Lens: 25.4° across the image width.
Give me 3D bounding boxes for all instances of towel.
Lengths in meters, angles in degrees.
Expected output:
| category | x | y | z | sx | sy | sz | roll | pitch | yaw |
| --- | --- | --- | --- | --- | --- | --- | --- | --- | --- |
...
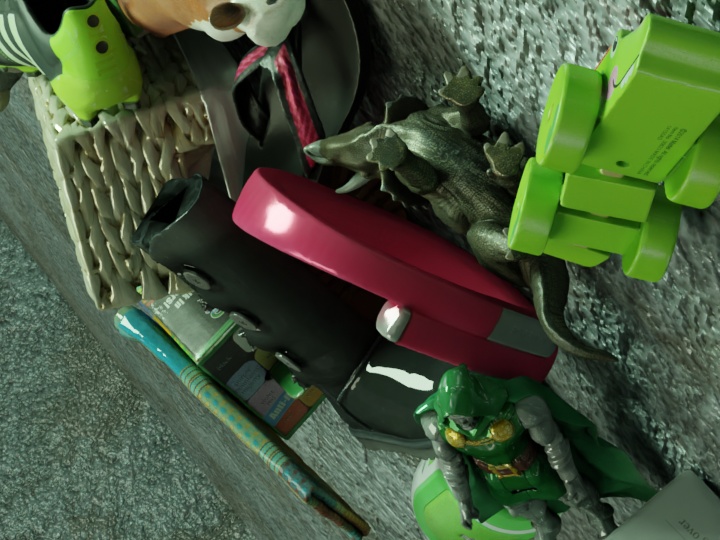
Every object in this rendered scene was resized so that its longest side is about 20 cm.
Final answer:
| category | x | y | z | sx | sy | sz | roll | pitch | yaw |
| --- | --- | --- | --- | --- | --- | --- | --- | --- | --- |
| towel | -0.082 | 0.109 | 1.121 | 0.200 | 0.022 | 0.147 | 41 | 176 | 26 |

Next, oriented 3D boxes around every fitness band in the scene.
| category | x | y | z | sx | sy | sz | roll | pitch | yaw |
| --- | --- | --- | --- | --- | --- | --- | --- | --- | --- |
| fitness band | 0.023 | 0.003 | 0.822 | 0.199 | 0.038 | 0.143 | 21 | -169 | -41 |

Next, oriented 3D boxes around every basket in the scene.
| category | x | y | z | sx | sy | sz | roll | pitch | yaw |
| --- | --- | --- | --- | --- | --- | --- | --- | --- | --- |
| basket | -0.138 | -0.080 | 1.023 | 0.200 | 0.122 | 0.137 | -125 | 22 | -59 |

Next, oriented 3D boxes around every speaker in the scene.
| category | x | y | z | sx | sy | sz | roll | pitch | yaw |
| --- | --- | --- | --- | --- | --- | --- | --- | --- | --- |
| speaker | 0.084 | 0.137 | 1.037 | 0.089 | 0.088 | 0.200 | 51 | 166 | 8 |

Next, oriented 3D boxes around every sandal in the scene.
| category | x | y | z | sx | sy | sz | roll | pitch | yaw |
| --- | --- | --- | --- | --- | --- | --- | --- | --- | --- |
| sandal | -0.041 | -0.085 | 0.870 | 0.075 | 0.045 | 0.202 | 40 | 137 | 29 |

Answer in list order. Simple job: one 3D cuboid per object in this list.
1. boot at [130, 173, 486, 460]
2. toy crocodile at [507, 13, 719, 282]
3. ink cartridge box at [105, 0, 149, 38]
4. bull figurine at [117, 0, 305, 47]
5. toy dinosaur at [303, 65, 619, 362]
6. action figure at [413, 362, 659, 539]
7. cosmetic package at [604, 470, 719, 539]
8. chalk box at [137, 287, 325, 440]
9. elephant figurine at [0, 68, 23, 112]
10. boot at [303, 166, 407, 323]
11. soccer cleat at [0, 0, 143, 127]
| category | x | y | z | sx | sy | sz | roll | pitch | yaw |
| --- | --- | --- | --- | --- | --- | --- | --- | --- | --- |
| boot | -0.022 | 0.019 | 0.891 | 0.200 | 0.066 | 0.164 | 45 | 150 | -16 |
| toy crocodile | 0.099 | -0.046 | 0.616 | 0.067 | 0.063 | 0.200 | 12 | 159 | 0 |
| ink cartridge box | -0.176 | -0.237 | 0.983 | 0.200 | 0.084 | 0.146 | 29 | 153 | 57 |
| bull figurine | -0.086 | -0.172 | 0.823 | 0.199 | 0.064 | 0.123 | 7 | 104 | 62 |
| toy dinosaur | 0.061 | -0.035 | 0.768 | 0.199 | 0.077 | 0.102 | 37 | 179 | 18 |
| action figure | 0.082 | 0.100 | 0.824 | 0.200 | 0.117 | 0.055 | 48 | -146 | -50 |
| cosmetic package | 0.155 | 0.252 | 0.844 | 0.168 | 0.199 | 0.167 | 47 | 165 | 26 |
| chalk box | -0.070 | 0.023 | 1.137 | 0.200 | 0.125 | 0.124 | 41 | 176 | 43 |
| elephant figurine | -0.259 | -0.184 | 1.140 | 0.156 | 0.199 | 0.141 | 57 | 166 | -15 |
| boot | 0.000 | 0.000 | 1.015 | 0.201 | 0.075 | 0.107 | 57 | 170 | -16 |
| soccer cleat | -0.187 | -0.151 | 0.948 | 0.199 | 0.067 | 0.082 | 32 | 142 | 50 |
